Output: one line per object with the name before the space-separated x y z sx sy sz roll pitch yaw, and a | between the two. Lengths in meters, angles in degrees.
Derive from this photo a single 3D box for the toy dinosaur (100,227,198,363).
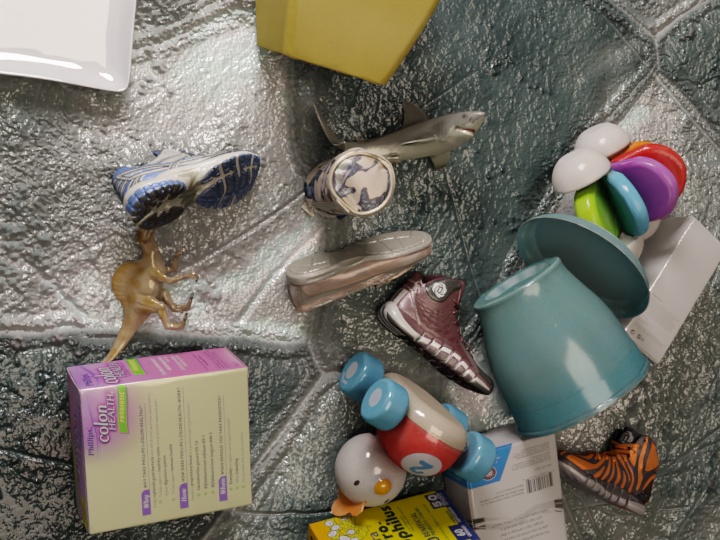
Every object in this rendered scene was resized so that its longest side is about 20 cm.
toy dinosaur | -0.257 0.035 1.338 0.101 0.058 0.201 17 101 -6

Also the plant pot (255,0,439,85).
plant pot | -0.024 -0.331 1.330 0.199 0.200 0.177 12 101 -23

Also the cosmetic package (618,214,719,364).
cosmetic package | 0.422 0.023 1.586 0.085 0.108 0.200 38 81 -21

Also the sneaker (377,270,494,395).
sneaker | 0.128 0.075 1.485 0.200 0.076 0.116 40 76 -20

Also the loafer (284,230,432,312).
loafer | 0.000 0.000 1.434 0.199 0.072 0.063 -15 117 -15

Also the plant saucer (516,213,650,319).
plant saucer | 0.304 -0.010 1.486 0.200 0.200 0.027 47 66 -19

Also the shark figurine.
shark figurine | 0.047 -0.185 1.440 0.214 0.128 0.090 -6 71 -5

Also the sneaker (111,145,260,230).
sneaker | -0.209 -0.119 1.322 0.200 0.085 0.077 -20 140 -41

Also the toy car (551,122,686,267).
toy car | 0.368 -0.109 1.508 0.200 0.150 0.175 -45 112 -47

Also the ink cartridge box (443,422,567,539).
ink cartridge box | 0.201 0.328 1.530 0.146 0.084 0.201 -11 99 -22

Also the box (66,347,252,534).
box | -0.239 0.199 1.317 0.199 0.097 0.176 -6 104 -23

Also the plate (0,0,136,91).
plate | -0.359 -0.317 1.267 0.199 0.032 0.200 5 91 -23

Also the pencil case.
pencil case | -0.017 -0.101 1.339 0.078 0.200 0.090 34 85 -11

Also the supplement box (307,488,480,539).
supplement box | 0.041 0.380 1.436 0.199 0.109 0.110 -10 122 -22

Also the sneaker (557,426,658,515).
sneaker | 0.357 0.273 1.605 0.200 0.077 0.112 30 79 -33

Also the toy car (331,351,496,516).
toy car | 0.034 0.245 1.417 0.184 0.177 0.200 32 94 -25

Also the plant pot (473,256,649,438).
plant pot | 0.254 0.093 1.484 0.200 0.200 0.188 -33 94 -17
